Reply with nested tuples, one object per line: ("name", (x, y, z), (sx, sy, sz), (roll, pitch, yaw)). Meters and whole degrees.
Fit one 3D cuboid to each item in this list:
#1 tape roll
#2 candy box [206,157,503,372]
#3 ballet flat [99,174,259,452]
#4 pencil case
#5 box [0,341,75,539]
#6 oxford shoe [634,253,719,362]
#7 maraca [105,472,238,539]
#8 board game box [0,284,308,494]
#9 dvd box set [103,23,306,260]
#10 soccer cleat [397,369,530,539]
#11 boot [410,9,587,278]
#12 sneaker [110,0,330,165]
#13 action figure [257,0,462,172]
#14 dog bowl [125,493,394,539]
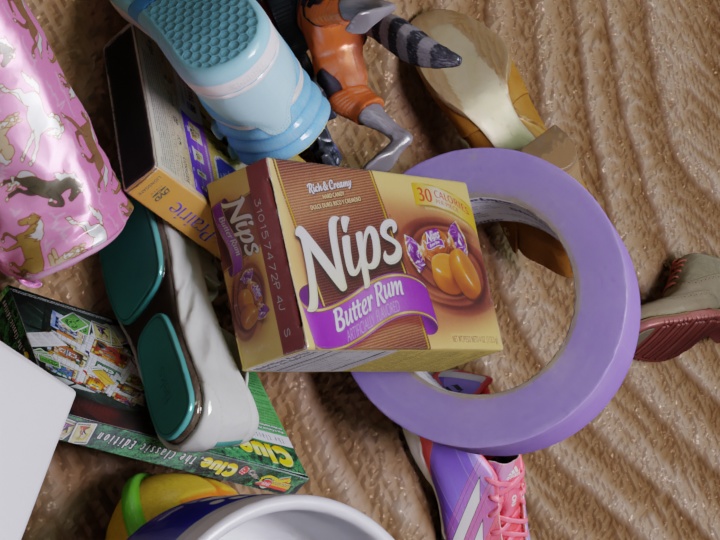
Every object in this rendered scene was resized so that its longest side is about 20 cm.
("tape roll", (0.087, 0.023, 1.254), (0.085, 0.199, 0.201), (35, 53, -72))
("candy box", (0.000, 0.000, 1.133), (0.199, 0.056, 0.117), (5, 69, -52))
("ballet flat", (-0.108, 0.027, 1.104), (0.069, 0.069, 0.201), (22, 36, -44))
("pencil case", (-0.207, -0.089, 1.047), (0.201, 0.086, 0.083), (61, 26, -19))
("box", (-0.246, 0.131, 0.928), (0.097, 0.124, 0.201), (40, 55, -36))
("oxford shoe", (0.278, 0.027, 1.594), (0.199, 0.070, 0.075), (-9, 63, -47))
("maraca", (-0.080, 0.205, 1.100), (0.200, 0.107, 0.137), (55, 11, -10))
("board game box", (-0.124, 0.075, 1.110), (0.199, 0.023, 0.105), (22, 27, -43))
("dvd box set", (-0.078, -0.053, 1.172), (0.200, 0.029, 0.147), (37, 26, -39))
("soccer cleat", (0.093, 0.164, 1.339), (0.068, 0.073, 0.201), (-36, 109, -45))
("boot", (0.102, -0.091, 1.397), (0.071, 0.201, 0.144), (-30, 148, -14))
("sneaker", (-0.087, -0.137, 1.154), (0.131, 0.079, 0.200), (54, 4, -44))
("action figure", (-0.012, -0.145, 1.222), (0.104, 0.194, 0.200), (-29, 132, -5))
("dog bowl", (-0.055, 0.221, 0.997), (0.199, 0.079, 0.201), (4, 84, -37))
